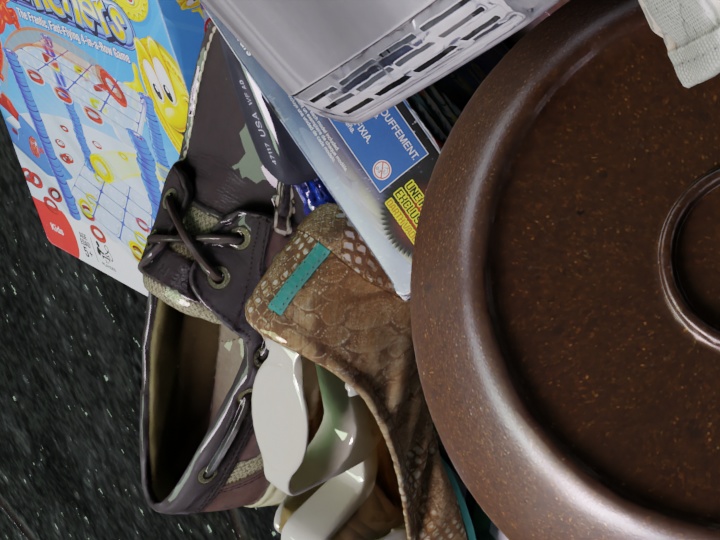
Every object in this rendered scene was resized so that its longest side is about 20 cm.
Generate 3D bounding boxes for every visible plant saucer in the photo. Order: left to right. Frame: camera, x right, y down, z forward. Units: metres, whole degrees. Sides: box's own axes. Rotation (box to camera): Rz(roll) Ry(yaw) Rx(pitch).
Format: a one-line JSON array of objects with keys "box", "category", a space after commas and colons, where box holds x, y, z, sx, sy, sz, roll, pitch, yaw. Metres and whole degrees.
[{"box": [0.109, -0.001, 0.704, 0.201, 0.200, 0.035, 52, 179, 18], "category": "plant saucer"}]

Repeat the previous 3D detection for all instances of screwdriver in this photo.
[{"box": [0.000, 0.000, 0.896, 0.029, 0.028, 0.201, -15, 113, 28], "category": "screwdriver"}]

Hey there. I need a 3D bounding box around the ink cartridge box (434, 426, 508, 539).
[{"box": [0.054, 0.074, 0.984, 0.200, 0.084, 0.147, 48, 152, 27], "category": "ink cartridge box"}]

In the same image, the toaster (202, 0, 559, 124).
[{"box": [0.009, -0.124, 0.676, 0.129, 0.114, 0.200, 50, 155, -7], "category": "toaster"}]

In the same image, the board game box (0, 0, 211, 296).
[{"box": [-0.092, -0.082, 1.082, 0.200, 0.056, 0.197, 25, 139, 51], "category": "board game box"}]

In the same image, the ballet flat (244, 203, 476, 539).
[{"box": [-0.006, 0.061, 0.879, 0.070, 0.065, 0.201, 30, 149, 36], "category": "ballet flat"}]

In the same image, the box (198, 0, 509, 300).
[{"box": [0.024, -0.057, 0.863, 0.137, 0.040, 0.200, 56, -163, 11], "category": "box"}]

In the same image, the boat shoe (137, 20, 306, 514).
[{"box": [-0.045, 0.001, 0.928, 0.073, 0.065, 0.201, 25, 122, 43], "category": "boat shoe"}]

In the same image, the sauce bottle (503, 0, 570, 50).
[{"box": [0.054, -0.114, 0.790, 0.066, 0.066, 0.201, 14, 128, 58], "category": "sauce bottle"}]

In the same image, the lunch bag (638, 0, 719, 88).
[{"box": [0.098, -0.150, 0.567, 0.165, 0.199, 0.117, 61, 155, -3], "category": "lunch bag"}]
